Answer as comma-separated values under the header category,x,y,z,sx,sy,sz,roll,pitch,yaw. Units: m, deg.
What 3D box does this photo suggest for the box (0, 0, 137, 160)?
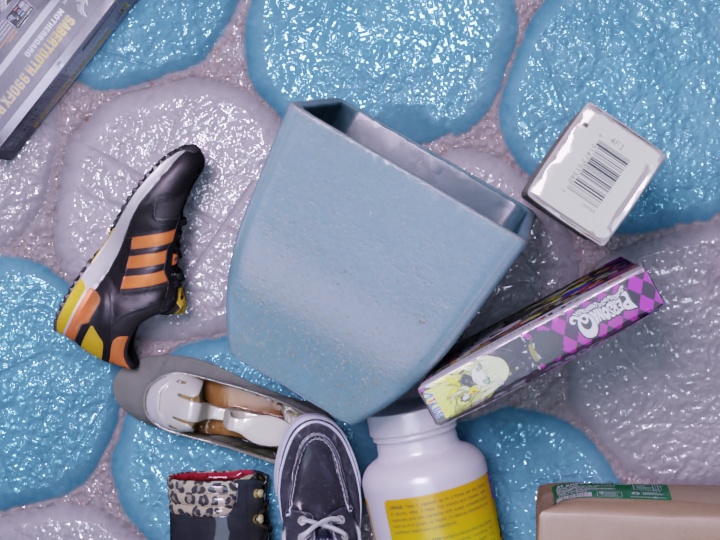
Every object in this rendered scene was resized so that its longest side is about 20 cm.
category,x,y,z,sx,sy,sz,roll,pitch,yaw
box,-0.302,-0.220,1.114,0.158,0.048,0.200,40,96,2

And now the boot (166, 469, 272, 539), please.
category,x,y,z,sx,sy,sz,roll,pitch,yaw
boot,-0.074,0.249,1.104,0.203,0.073,0.154,1,90,5

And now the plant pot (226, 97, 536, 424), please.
category,x,y,z,sx,sy,sz,roll,pitch,yaw
plant pot,0.000,0.000,1.026,0.196,0.196,0.200,31,102,4

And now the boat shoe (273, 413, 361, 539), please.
category,x,y,z,sx,sy,sz,roll,pitch,yaw
boat shoe,-0.031,0.214,1.038,0.072,0.068,0.201,1,86,-8

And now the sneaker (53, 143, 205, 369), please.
category,x,y,z,sx,sy,sz,roll,pitch,yaw
sneaker,-0.172,-0.009,1.105,0.090,0.070,0.200,35,100,-2

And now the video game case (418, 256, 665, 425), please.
category,x,y,z,sx,sy,sz,roll,pitch,yaw
video game case,0.135,0.049,1.003,0.181,0.200,0.036,-29,89,8

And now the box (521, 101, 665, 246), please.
category,x,y,z,sx,sy,sz,roll,pitch,yaw
box,0.170,-0.071,0.991,0.068,0.200,0.082,35,97,3

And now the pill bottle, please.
category,x,y,z,sx,sy,sz,roll,pitch,yaw
pill bottle,0.061,0.207,1.068,0.104,0.104,0.200,-12,92,7

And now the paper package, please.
category,x,y,z,sx,sy,sz,roll,pitch,yaw
paper package,0.241,0.270,1.052,0.199,0.103,0.191,0,92,7

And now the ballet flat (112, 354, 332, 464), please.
category,x,y,z,sx,sy,sz,roll,pitch,yaw
ballet flat,-0.119,0.117,1.104,0.200,0.064,0.068,14,95,6
